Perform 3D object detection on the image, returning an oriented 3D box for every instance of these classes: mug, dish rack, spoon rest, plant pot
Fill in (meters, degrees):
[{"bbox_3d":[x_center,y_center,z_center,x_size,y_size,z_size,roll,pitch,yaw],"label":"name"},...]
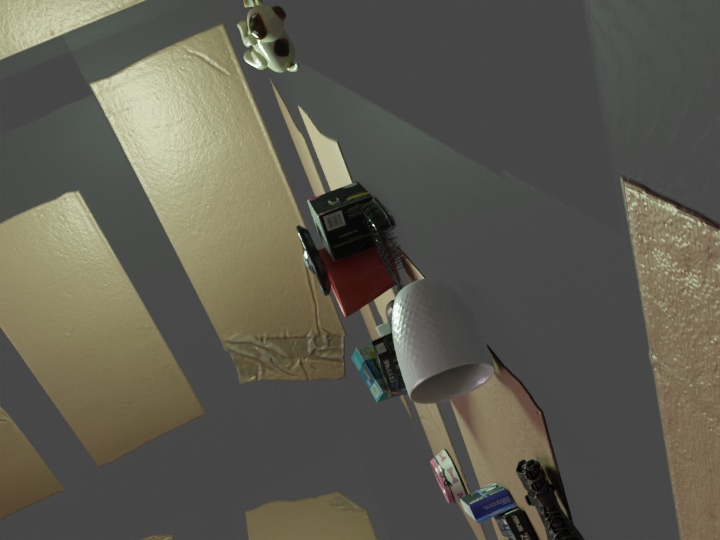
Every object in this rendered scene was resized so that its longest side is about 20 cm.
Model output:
[{"bbox_3d":[0.140,0.117,1.114,0.199,0.147,0.177,25,-141,-49],"label":"mug"},{"bbox_3d":[0.063,-0.060,1.550,0.154,0.054,0.201,-120,6,-63],"label":"dish rack"},{"bbox_3d":[0.107,0.161,1.949,0.100,0.060,0.200,60,-162,6],"label":"spoon rest"},{"bbox_3d":[0.000,0.000,1.766,0.200,0.176,0.202,156,90,-86],"label":"plant pot"}]

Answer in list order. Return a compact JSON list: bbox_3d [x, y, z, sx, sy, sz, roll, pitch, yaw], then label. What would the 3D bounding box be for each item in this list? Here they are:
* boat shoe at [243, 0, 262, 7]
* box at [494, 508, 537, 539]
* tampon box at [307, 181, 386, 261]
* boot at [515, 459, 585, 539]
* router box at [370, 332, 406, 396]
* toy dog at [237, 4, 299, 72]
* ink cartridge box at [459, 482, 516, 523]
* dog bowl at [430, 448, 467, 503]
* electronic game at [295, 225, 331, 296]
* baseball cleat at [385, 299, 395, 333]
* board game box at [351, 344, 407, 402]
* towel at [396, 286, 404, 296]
[{"bbox_3d":[-0.395,-0.957,2.199,0.072,0.076,0.201,74,172,-59],"label":"boat shoe"},{"bbox_3d":[0.361,0.616,1.461,0.200,0.049,0.162,79,169,-68],"label":"box"},{"bbox_3d":[-0.038,-0.131,1.695,0.200,0.149,0.127,-125,16,-67],"label":"tampon box"},{"bbox_3d":[0.290,0.374,0.991,0.200,0.069,0.175,87,159,-82],"label":"boot"},{"bbox_3d":[0.120,0.220,1.649,0.201,0.149,0.062,72,173,-52],"label":"router box"},{"bbox_3d":[-0.258,-0.647,1.826,0.194,0.139,0.200,52,171,16],"label":"toy dog"},{"bbox_3d":[0.295,0.541,1.537,0.200,0.099,0.039,93,154,-78],"label":"ink cartridge box"},{"bbox_3d":[0.326,0.773,2.448,0.200,0.073,0.202,156,90,-85],"label":"dog bowl"},{"bbox_3d":[-0.127,-0.026,1.744,0.200,0.041,0.202,157,90,-85],"label":"electronic game"},{"bbox_3d":[0.112,0.176,1.741,0.107,0.069,0.201,-125,13,-57],"label":"baseball cleat"},{"bbox_3d":[0.096,0.269,1.816,0.151,0.199,0.047,57,138,31],"label":"board game box"},{"bbox_3d":[0.144,0.141,1.787,0.200,0.030,0.150,82,162,-64],"label":"towel"}]
